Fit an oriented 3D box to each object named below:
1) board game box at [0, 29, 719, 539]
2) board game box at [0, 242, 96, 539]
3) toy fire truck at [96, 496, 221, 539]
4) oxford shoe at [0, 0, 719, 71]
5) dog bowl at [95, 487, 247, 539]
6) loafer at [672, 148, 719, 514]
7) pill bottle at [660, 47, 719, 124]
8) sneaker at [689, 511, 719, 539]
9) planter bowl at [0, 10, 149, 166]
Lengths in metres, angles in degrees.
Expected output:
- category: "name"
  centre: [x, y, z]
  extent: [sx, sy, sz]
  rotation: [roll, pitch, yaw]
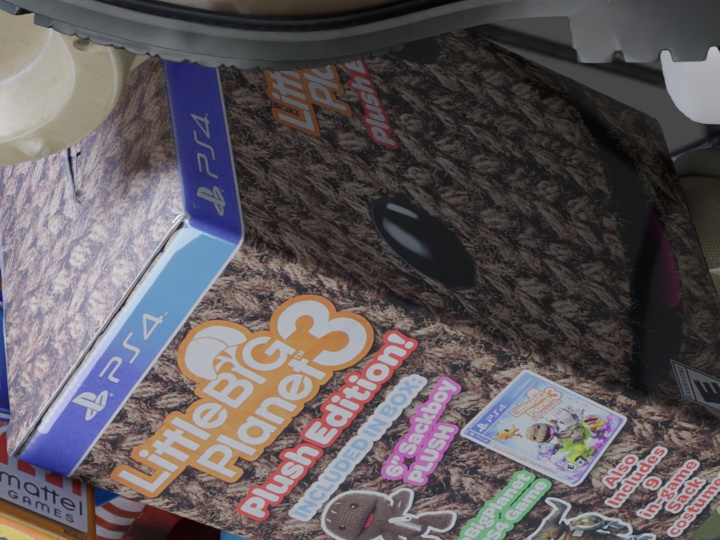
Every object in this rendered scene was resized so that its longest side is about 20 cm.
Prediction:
- category: "board game box"
  centre: [0.000, 0.000, 0.872]
  extent: [0.199, 0.160, 0.097]
  rotation: [22, 124, -27]
- category: "board game box"
  centre: [-0.214, 0.048, 0.874]
  extent: [0.199, 0.200, 0.200]
  rotation: [25, 121, -23]
- category: "toy fire truck"
  centre: [-0.078, 0.070, 1.115]
  extent: [0.168, 0.112, 0.200]
  rotation: [33, 151, -2]
- category: "oxford shoe"
  centre: [0.006, -0.093, 0.652]
  extent: [0.199, 0.073, 0.085]
  rotation: [-5, 118, -10]
- category: "dog bowl"
  centre: [-0.035, 0.053, 0.975]
  extent: [0.200, 0.050, 0.112]
  rotation: [36, 133, 17]
- category: "loafer"
  centre: [0.133, 0.057, 0.983]
  extent: [0.075, 0.068, 0.201]
  rotation: [5, 127, 51]
- category: "pill bottle"
  centre: [0.177, -0.093, 0.731]
  extent: [0.199, 0.113, 0.112]
  rotation: [1, 152, 13]
- category: "sneaker"
  centre: [0.129, 0.084, 1.135]
  extent: [0.089, 0.067, 0.200]
  rotation: [1, 150, -28]
- category: "planter bowl"
  centre: [-0.109, -0.111, 0.740]
  extent: [0.199, 0.135, 0.201]
  rotation: [5, 151, 3]
